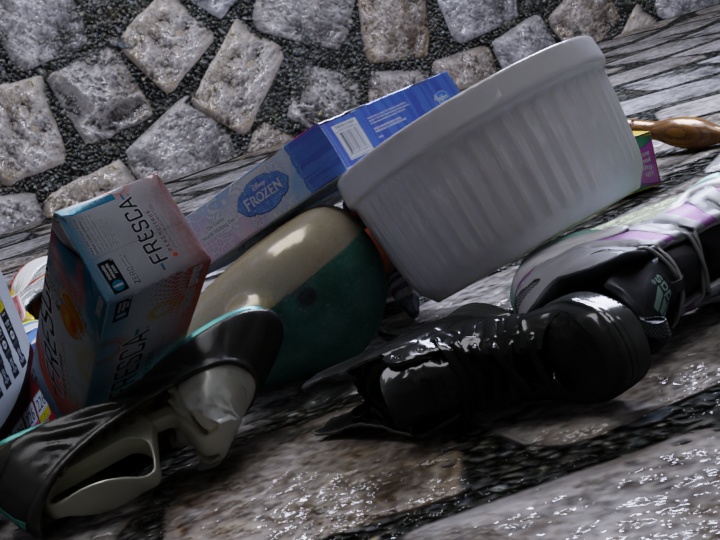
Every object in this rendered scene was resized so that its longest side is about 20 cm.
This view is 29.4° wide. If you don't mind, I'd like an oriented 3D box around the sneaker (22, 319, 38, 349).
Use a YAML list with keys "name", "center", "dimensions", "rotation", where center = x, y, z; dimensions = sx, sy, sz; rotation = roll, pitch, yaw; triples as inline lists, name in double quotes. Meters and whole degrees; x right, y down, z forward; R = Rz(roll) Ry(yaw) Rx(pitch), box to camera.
- name: "sneaker"
  center: [-0.255, 0.091, 0.996]
  dimensions: [0.082, 0.074, 0.200]
  rotation: [4, 26, 27]

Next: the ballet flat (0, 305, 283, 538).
- name: "ballet flat"
  center: [-0.117, 0.094, 0.797]
  dimensions: [0.199, 0.068, 0.068]
  rotation: [-31, 48, -17]

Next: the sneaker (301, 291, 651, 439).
- name: "sneaker"
  center: [0.056, 0.058, 0.741]
  dimensions: [0.104, 0.060, 0.199]
  rotation: [-26, 11, -29]

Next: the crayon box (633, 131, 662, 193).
- name: "crayon box"
  center: [0.153, -0.081, 1.305]
  dimensions: [0.199, 0.059, 0.172]
  rotation: [-20, 11, -19]

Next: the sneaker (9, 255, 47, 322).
- name: "sneaker"
  center: [-0.313, 0.040, 1.380]
  dimensions: [0.082, 0.078, 0.200]
  rotation: [-8, 22, 19]

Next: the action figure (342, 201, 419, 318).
- name: "action figure"
  center: [0.000, 0.000, 1.121]
  dimensions: [0.200, 0.105, 0.193]
  rotation: [-41, 1, 5]

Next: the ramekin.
- name: "ramekin"
  center: [0.095, -0.062, 0.927]
  dimensions: [0.199, 0.105, 0.200]
  rotation: [-30, -3, -2]

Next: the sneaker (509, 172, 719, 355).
- name: "sneaker"
  center: [0.181, 0.007, 0.788]
  dimensions: [0.199, 0.078, 0.140]
  rotation: [-24, 10, 14]

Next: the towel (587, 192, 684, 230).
- name: "towel"
  center: [0.223, -0.029, 0.962]
  dimensions: [0.199, 0.037, 0.148]
  rotation: [-21, 4, -24]

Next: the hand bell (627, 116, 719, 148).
- name: "hand bell"
  center: [0.292, -0.149, 1.445]
  dimensions: [0.199, 0.105, 0.104]
  rotation: [9, 24, 39]

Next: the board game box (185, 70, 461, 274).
- name: "board game box"
  center: [-0.039, -0.068, 1.042]
  dimensions: [0.199, 0.044, 0.200]
  rotation: [-33, -1, 34]

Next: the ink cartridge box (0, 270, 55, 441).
- name: "ink cartridge box"
  center: [-0.272, 0.064, 0.809]
  dimensions: [0.083, 0.177, 0.200]
  rotation: [-14, 20, 10]

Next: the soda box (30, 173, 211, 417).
- name: "soda box"
  center: [-0.147, 0.030, 0.814]
  dimensions: [0.068, 0.064, 0.200]
  rotation: [-25, -21, -29]

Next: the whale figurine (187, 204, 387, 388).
- name: "whale figurine"
  center: [-0.066, 0.045, 0.947]
  dimensions: [0.200, 0.104, 0.159]
  rotation: [-40, 5, 2]
